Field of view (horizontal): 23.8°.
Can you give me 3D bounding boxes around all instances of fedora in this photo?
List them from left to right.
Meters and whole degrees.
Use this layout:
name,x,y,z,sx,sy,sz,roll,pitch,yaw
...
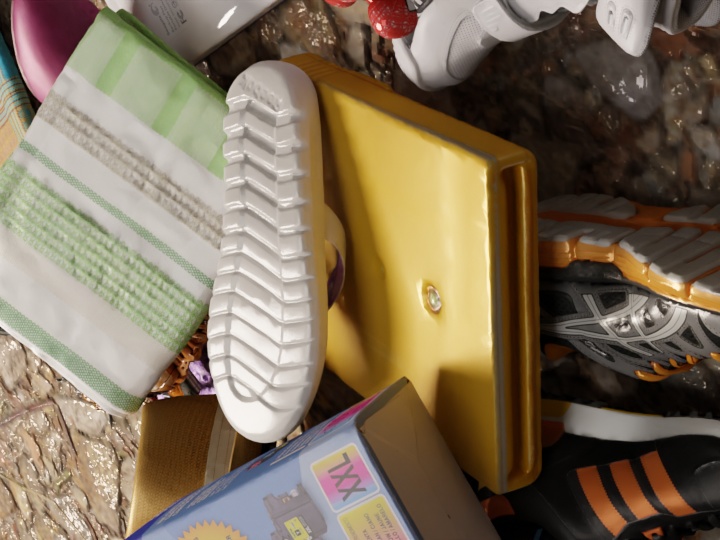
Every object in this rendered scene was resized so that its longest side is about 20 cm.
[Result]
name,x,y,z,sx,sy,sz,roll,pitch,yaw
fedora,-0.096,0.129,1.019,0.081,0.201,0.201,7,126,1

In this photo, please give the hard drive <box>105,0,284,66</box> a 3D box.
name,x,y,z,sx,sy,sz,roll,pitch,yaw
hard drive,-0.093,-0.200,0.974,0.200,0.025,0.132,-25,93,51

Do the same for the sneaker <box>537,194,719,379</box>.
name,x,y,z,sx,sy,sz,roll,pitch,yaw
sneaker,0.147,0.014,0.796,0.200,0.078,0.078,15,122,55

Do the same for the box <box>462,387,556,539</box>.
name,x,y,z,sx,sy,sz,roll,pitch,yaw
box,0.094,0.175,0.907,0.200,0.143,0.036,52,171,12

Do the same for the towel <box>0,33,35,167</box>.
name,x,y,z,sx,sy,sz,roll,pitch,yaw
towel,-0.256,-0.080,1.195,0.147,0.022,0.201,-34,78,56

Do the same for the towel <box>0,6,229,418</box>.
name,x,y,z,sx,sy,sz,roll,pitch,yaw
towel,-0.138,-0.031,0.988,0.149,0.031,0.200,37,109,1

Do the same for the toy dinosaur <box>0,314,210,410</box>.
name,x,y,z,sx,sy,sz,roll,pitch,yaw
toy dinosaur,-0.143,0.032,1.087,0.136,0.102,0.200,42,124,-16

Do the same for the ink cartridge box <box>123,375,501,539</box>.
name,x,y,z,sx,sy,sz,roll,pitch,yaw
ink cartridge box,-0.031,0.162,0.862,0.200,0.076,0.137,-30,89,30

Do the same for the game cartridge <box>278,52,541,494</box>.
name,x,y,z,sx,sy,sz,roll,pitch,yaw
game cartridge,0.022,-0.005,0.874,0.200,0.032,0.177,34,134,53

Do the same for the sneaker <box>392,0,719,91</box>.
name,x,y,z,sx,sy,sz,roll,pitch,yaw
sneaker,0.092,-0.128,0.777,0.115,0.075,0.200,51,137,16

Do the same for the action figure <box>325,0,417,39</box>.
name,x,y,z,sx,sy,sz,roll,pitch,yaw
action figure,-0.004,-0.189,0.809,0.065,0.051,0.201,-49,43,45

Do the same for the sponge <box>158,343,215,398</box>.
name,x,y,z,sx,sy,sz,roll,pitch,yaw
sponge,-0.141,0.020,1.154,0.200,0.030,0.112,47,139,17

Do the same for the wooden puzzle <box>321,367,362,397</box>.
name,x,y,z,sx,sy,sz,roll,pitch,yaw
wooden puzzle,0.000,0.000,0.984,0.199,0.037,0.186,26,130,36

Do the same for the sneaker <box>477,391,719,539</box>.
name,x,y,z,sx,sy,sz,roll,pitch,yaw
sneaker,0.143,0.116,0.835,0.199,0.070,0.091,5,76,40

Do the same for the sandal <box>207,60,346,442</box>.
name,x,y,z,sx,sy,sz,roll,pitch,yaw
sandal,-0.036,-0.008,0.902,0.082,0.050,0.204,16,107,43

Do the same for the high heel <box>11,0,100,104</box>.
name,x,y,z,sx,sy,sz,roll,pitch,yaw
high heel,-0.129,-0.092,1.010,0.096,0.068,0.200,18,151,45
